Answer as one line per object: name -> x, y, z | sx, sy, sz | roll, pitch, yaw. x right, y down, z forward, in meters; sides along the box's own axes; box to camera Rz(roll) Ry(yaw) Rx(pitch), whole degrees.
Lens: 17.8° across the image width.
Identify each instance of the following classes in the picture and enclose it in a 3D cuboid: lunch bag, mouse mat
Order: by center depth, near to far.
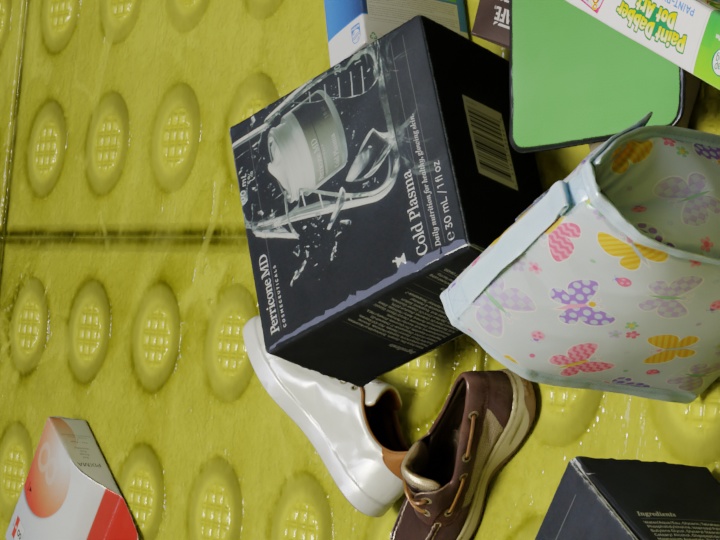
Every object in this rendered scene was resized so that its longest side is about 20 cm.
lunch bag -> 0.174, -0.010, 1.463 | 0.170, 0.199, 0.128 | -48, 45, 44
mouse mat -> 0.159, -0.186, 1.567 | 0.161, 0.008, 0.201 | -6, 83, 48

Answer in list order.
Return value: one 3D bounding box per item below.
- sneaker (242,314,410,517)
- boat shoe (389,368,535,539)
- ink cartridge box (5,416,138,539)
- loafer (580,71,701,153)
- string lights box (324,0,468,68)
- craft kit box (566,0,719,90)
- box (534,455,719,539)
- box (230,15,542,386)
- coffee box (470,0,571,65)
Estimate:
sneaker -> -0.015, 0.098, 1.861 | 0.085, 0.073, 0.200 | -47, 67, 21
boat shoe -> 0.059, 0.152, 1.742 | 0.200, 0.072, 0.072 | -60, 38, 33
ink cartridge box -> -0.296, 0.271, 2.329 | 0.163, 0.050, 0.200 | -67, 31, 25
loafer -> 0.185, -0.091, 1.587 | 0.076, 0.068, 0.201 | 17, 98, 59
string lights box -> 0.023, -0.255, 1.854 | 0.059, 0.102, 0.201 | -35, 55, 52
craft kit box -> 0.249, -0.138, 1.365 | 0.197, 0.199, 0.049 | 38, 116, 56
box -> 0.188, 0.257, 1.458 | 0.197, 0.124, 0.201 | 51, 127, 49
box -> 0.023, -0.049, 1.728 | 0.196, 0.124, 0.201 | -29, 58, 32
coffee box -> 0.161, -0.249, 1.647 | 0.113, 0.080, 0.201 | 28, 108, 56
